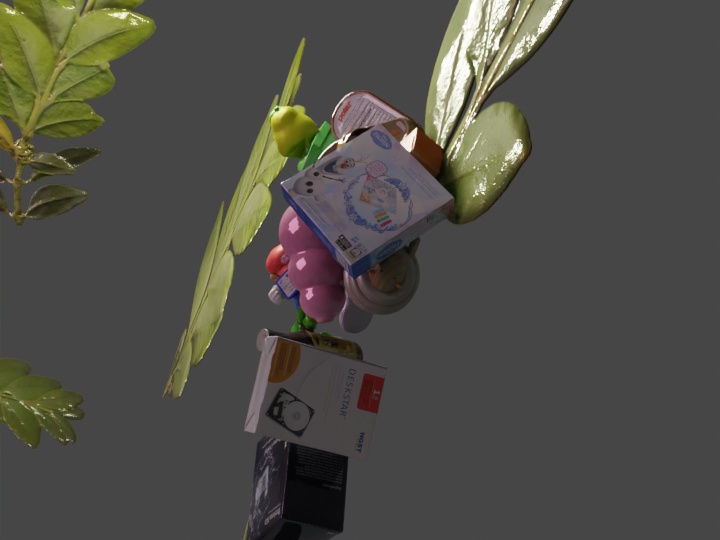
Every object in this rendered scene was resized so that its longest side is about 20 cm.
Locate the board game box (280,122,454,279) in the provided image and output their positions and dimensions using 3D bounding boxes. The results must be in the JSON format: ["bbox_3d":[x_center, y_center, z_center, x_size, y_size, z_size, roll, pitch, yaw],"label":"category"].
[{"bbox_3d":[0.010,-0.112,1.531,0.200,0.197,0.044,48,163,30],"label":"board game box"}]

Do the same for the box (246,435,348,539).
[{"bbox_3d":[-0.109,0.370,1.712,0.197,0.115,0.204,131,149,-52],"label":"box"}]

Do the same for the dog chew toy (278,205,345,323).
[{"bbox_3d":[-0.070,-0.015,1.641,0.124,0.122,0.205,150,114,-64],"label":"dog chew toy"}]

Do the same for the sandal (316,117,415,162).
[{"bbox_3d":[0.001,-0.211,1.701,0.197,0.054,0.082,-24,68,18],"label":"sandal"}]

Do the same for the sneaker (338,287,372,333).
[{"bbox_3d":[0.000,0.000,1.761,0.115,0.074,0.204,-124,49,-64],"label":"sneaker"}]

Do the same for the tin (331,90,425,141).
[{"bbox_3d":[0.030,-0.244,1.748,0.199,0.042,0.113,36,90,30],"label":"tin"}]

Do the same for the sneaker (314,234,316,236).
[{"bbox_3d":[0.015,-0.087,1.596,0.076,0.197,0.080,61,163,23],"label":"sneaker"}]

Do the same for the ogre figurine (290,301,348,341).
[{"bbox_3d":[-0.086,0.137,1.857,0.201,0.097,0.121,50,141,17],"label":"ogre figurine"}]

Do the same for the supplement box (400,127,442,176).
[{"bbox_3d":[0.051,-0.151,1.672,0.199,0.066,0.070,-39,28,38],"label":"supplement box"}]

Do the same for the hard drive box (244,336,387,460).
[{"bbox_3d":[-0.073,0.208,1.605,0.077,0.196,0.159,167,117,-68],"label":"hard drive box"}]

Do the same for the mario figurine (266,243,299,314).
[{"bbox_3d":[-0.112,0.028,1.918,0.104,0.201,0.125,-13,47,17],"label":"mario figurine"}]

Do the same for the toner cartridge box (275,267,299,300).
[{"bbox_3d":[-0.063,-0.018,1.803,0.095,0.043,0.199,-43,-8,35],"label":"toner cartridge box"}]

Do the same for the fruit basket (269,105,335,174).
[{"bbox_3d":[-0.115,-0.243,2.061,0.217,0.212,0.158,-108,39,-60],"label":"fruit basket"}]

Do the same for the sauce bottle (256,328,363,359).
[{"bbox_3d":[-0.087,0.138,1.697,0.065,0.197,0.068,-19,63,45],"label":"sauce bottle"}]

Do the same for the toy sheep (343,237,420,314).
[{"bbox_3d":[0.034,0.005,1.584,0.200,0.135,0.141,122,161,-77],"label":"toy sheep"}]
